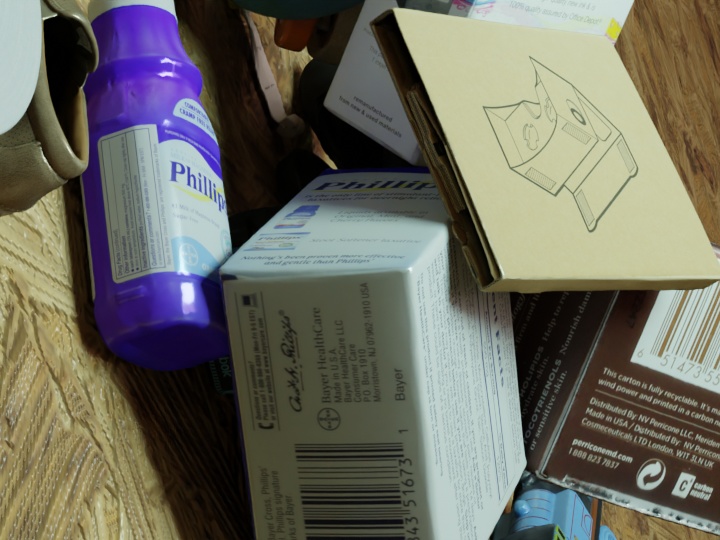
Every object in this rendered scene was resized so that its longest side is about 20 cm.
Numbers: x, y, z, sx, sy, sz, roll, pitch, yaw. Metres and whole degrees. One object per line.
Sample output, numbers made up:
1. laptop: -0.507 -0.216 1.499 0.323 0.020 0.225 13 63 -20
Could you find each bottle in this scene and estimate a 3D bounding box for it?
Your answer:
1. bottle: -0.108 -0.051 1.137 0.084 0.065 0.200 37 40 -60

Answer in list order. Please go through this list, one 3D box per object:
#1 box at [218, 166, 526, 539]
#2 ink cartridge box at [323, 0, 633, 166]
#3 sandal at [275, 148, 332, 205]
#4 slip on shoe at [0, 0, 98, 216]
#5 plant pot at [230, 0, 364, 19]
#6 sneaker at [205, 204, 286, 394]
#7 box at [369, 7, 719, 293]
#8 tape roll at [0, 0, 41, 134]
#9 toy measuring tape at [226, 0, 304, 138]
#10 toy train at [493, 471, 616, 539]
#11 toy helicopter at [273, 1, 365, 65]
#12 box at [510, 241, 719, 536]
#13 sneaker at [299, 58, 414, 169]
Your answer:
1. box: 0.012 0.055 1.170 0.200 0.105 0.184 -47 133 -66
2. ink cartridge box: 0.084 -0.161 1.281 0.148 0.086 0.200 4 113 -50
3. sandal: -0.001 -0.001 1.370 0.075 0.048 0.200 21 40 -51
4. slip on shoe: -0.154 -0.108 1.059 0.200 0.061 0.076 -86 153 -48
5. plant pot: -0.064 -0.261 1.259 0.161 0.201 0.201 18 57 -61
6. sneaker: -0.051 0.010 1.269 0.200 0.073 0.082 -34 117 -63
7. box: 0.103 -0.063 1.188 0.200 0.021 0.164 0 62 -48
8. tape roll: -0.211 -0.141 0.913 0.200 0.066 0.200 -17 90 -71
9. toy measuring tape: -0.052 -0.188 1.419 0.074 0.074 0.200 -38 110 -71
10. toy train: 0.140 0.221 1.608 0.114 0.087 0.200 60 22 -21
11. toy helicopter: 0.007 -0.225 1.368 0.132 0.079 0.200 -105 -148 -66
12. box: 0.154 0.044 1.374 0.166 0.164 0.200 19 5 -30
13. sneaker: 0.004 -0.097 1.429 0.091 0.076 0.200 48 4 -40
